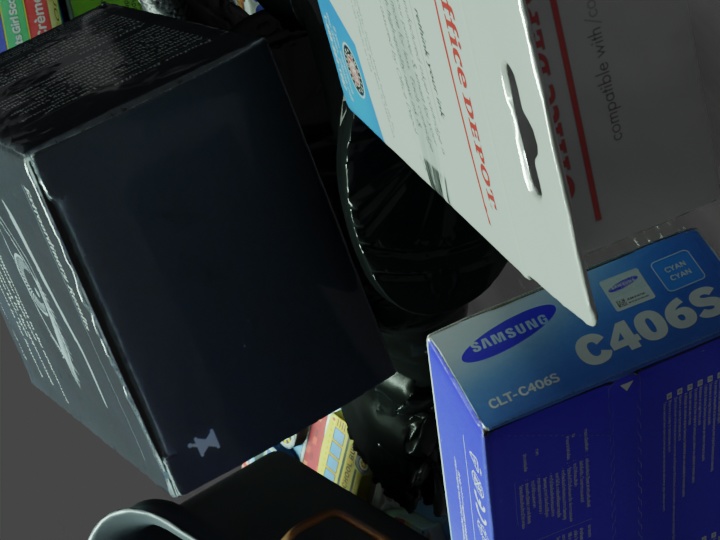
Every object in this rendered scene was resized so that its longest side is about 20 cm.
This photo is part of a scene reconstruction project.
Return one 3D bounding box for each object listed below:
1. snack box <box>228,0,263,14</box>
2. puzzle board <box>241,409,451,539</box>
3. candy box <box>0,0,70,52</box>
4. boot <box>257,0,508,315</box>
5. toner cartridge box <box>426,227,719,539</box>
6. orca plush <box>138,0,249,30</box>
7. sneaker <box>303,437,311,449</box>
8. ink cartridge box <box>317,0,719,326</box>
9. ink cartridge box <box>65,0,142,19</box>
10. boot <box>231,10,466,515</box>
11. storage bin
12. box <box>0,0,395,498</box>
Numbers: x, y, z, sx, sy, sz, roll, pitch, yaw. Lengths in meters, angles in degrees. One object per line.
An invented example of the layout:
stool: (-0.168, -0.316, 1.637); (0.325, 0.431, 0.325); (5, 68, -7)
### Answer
snack box: (-0.061, -0.171, 1.075); (0.201, 0.024, 0.072); (81, 165, -48)
puzzle board: (-0.016, 0.150, 1.089); (0.151, 0.017, 0.201); (39, 131, 35)
candy box: (-0.178, -0.081, 1.151); (0.200, 0.076, 0.171); (82, 178, -81)
boot: (-0.005, -0.098, 0.829); (0.162, 0.073, 0.200); (-142, 39, -64)
toner cartridge box: (0.079, 0.081, 0.717); (0.201, 0.094, 0.043); (82, 162, -48)
orca plush: (-0.040, -0.098, 1.032); (0.106, 0.071, 0.201); (-82, -30, -55)
sneaker: (0.003, 0.119, 1.180); (0.200, 0.088, 0.076); (113, 175, -68)
ink cartridge box: (0.044, -0.078, 0.646); (0.200, 0.067, 0.117); (-131, 22, -59)
ink cartridge box: (-0.106, -0.100, 1.168); (0.148, 0.075, 0.202); (-106, 4, -71)
boot: (0.001, -0.001, 0.969); (0.199, 0.073, 0.163); (58, 168, 35)
storage bin: (-0.015, 0.162, 0.970); (0.199, 0.134, 0.146); (29, 117, 14)
box: (-0.090, -0.016, 0.879); (0.200, 0.104, 0.149); (24, 139, 62)
